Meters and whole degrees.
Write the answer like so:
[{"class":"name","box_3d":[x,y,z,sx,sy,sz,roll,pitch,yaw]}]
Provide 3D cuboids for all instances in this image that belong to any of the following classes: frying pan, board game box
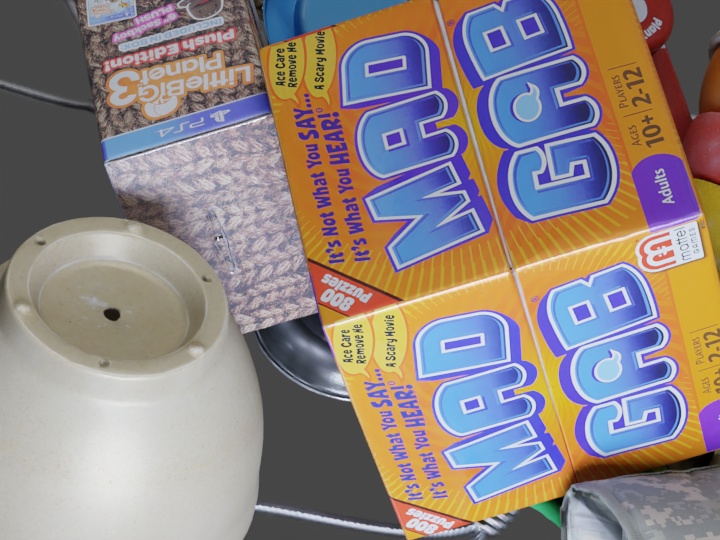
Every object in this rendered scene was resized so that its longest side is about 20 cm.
[{"class":"frying pan","box_3d":[0.013,0.010,1.743,0.115,0.031,0.190,33,47,15]},{"class":"board game box","box_3d":[-0.093,-0.086,1.692,0.096,0.160,0.201,-16,45,1]},{"class":"board game box","box_3d":[0.079,-0.014,1.575,0.199,0.200,0.200,-17,50,3]}]

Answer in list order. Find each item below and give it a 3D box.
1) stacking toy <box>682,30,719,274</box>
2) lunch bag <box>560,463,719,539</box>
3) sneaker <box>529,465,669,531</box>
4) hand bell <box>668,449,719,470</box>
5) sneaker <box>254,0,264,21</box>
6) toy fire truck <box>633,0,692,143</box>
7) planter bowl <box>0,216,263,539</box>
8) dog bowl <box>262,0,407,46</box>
[{"class":"stacking toy","box_3d":[0.230,-0.038,1.789,0.146,0.146,0.200,33,76,17]},{"class":"lunch bag","box_3d":[0.208,0.188,1.548,0.163,0.118,0.201,-6,51,-22]},{"class":"sneaker","box_3d":[0.100,0.078,1.660,0.083,0.074,0.200,-11,49,-33]},{"class":"hand bell","box_3d":[0.269,0.115,1.688,0.199,0.104,0.104,17,40,-20]},{"class":"sneaker","box_3d":[-0.001,-0.212,1.954,0.199,0.067,0.090,-10,30,-18]},{"class":"toy fire truck","box_3d":[0.126,-0.092,1.839,0.199,0.112,0.169,-9,69,-30]},{"class":"planter bowl","box_3d":[-0.140,0.059,1.555,0.199,0.135,0.201,9,43,-8]},{"class":"dog bowl","box_3d":[0.012,-0.107,1.747,0.111,0.050,0.201,-26,90,-14]}]
